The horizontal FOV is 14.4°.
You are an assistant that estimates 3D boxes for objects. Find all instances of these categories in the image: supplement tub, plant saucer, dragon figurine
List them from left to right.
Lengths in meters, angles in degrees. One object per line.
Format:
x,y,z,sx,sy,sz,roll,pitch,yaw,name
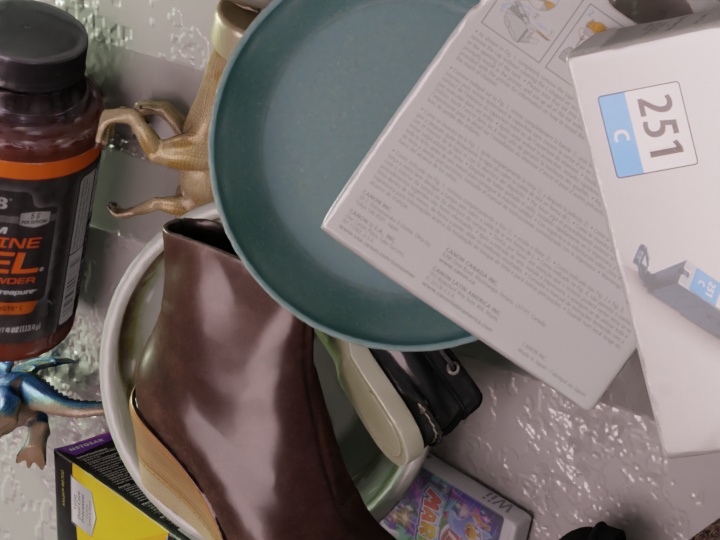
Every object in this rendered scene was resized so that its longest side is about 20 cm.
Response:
-0.205,-0.054,1.636,0.107,0.107,0.200,31,127,28,supplement tub
-0.212,0.068,1.715,0.200,0.100,0.059,-22,136,39,dragon figurine
-0.044,0.056,1.558,0.200,0.050,0.200,2,97,21,plant saucer
0.024,-0.060,1.417,0.200,0.036,0.200,0,94,0,plant saucer

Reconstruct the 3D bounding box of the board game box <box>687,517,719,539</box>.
0.169,0.192,1.349,0.097,0.200,0.159,48,132,15,board game box

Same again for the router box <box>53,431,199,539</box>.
-0.123,0.216,1.705,0.149,0.051,0.200,29,127,46,router box

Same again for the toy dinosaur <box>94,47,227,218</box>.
-0.090,-0.069,1.577,0.101,0.058,0.200,15,127,20,toy dinosaur

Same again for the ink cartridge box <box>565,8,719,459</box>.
0.202,-0.024,1.292,0.176,0.045,0.200,-11,102,23,ink cartridge box

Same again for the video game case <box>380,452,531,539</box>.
0.001,0.149,1.608,0.200,0.018,0.143,30,126,28,video game case

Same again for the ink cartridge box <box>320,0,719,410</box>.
0.102,-0.056,1.361,0.162,0.057,0.200,35,100,-2,ink cartridge box

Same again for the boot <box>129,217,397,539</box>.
-0.039,0.080,1.467,0.200,0.072,0.167,28,125,29,boot

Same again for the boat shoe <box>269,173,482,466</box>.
0.001,0.000,1.477,0.200,0.066,0.075,60,163,10,boat shoe

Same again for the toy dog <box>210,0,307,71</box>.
-0.061,-0.193,1.477,0.200,0.096,0.132,60,140,24,toy dog

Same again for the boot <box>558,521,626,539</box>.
0.051,0.197,1.522,0.162,0.073,0.198,18,128,14,boot
